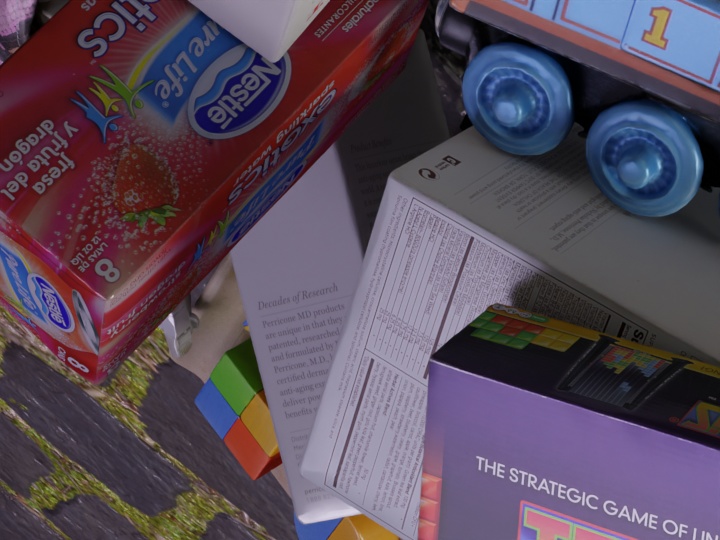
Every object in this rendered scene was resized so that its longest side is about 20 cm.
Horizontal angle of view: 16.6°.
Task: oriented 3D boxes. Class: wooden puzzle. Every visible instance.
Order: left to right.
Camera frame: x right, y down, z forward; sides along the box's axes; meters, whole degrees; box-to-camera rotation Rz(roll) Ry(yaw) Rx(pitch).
[{"bbox_3d":[-0.010,0.075,1.222,0.200,0.046,0.185,48,142,10],"label":"wooden puzzle"}]

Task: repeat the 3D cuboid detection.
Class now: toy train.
[{"bbox_3d":[0.123,-0.082,0.906,0.199,0.087,0.115,25,128,15],"label":"toy train"}]

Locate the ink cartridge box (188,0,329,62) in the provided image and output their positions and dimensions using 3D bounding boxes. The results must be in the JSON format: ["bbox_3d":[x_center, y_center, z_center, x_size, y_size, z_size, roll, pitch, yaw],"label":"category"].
[{"bbox_3d":[-0.005,-0.181,0.851,0.083,0.147,0.200,37,160,4],"label":"ink cartridge box"}]

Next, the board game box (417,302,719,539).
[{"bbox_3d":[0.115,0.119,0.853,0.199,0.057,0.166,16,120,26],"label":"board game box"}]

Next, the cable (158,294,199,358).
[{"bbox_3d":[-0.146,-0.069,1.245,0.200,0.069,0.201,-105,-2,-53],"label":"cable"}]

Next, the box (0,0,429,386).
[{"bbox_3d":[-0.068,-0.067,0.960,0.095,0.200,0.100,40,158,8],"label":"box"}]

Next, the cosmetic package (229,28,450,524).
[{"bbox_3d":[0.000,0.000,1.092,0.071,0.101,0.201,-13,91,31],"label":"cosmetic package"}]

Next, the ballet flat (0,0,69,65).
[{"bbox_3d":[-0.106,-0.068,1.071,0.071,0.069,0.200,31,162,44],"label":"ballet flat"}]

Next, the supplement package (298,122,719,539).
[{"bbox_3d":[0.120,0.039,0.973,0.199,0.191,0.148,30,123,21],"label":"supplement package"}]

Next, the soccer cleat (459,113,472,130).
[{"bbox_3d":[0.055,-0.015,1.210,0.085,0.069,0.200,35,158,-4],"label":"soccer cleat"}]
